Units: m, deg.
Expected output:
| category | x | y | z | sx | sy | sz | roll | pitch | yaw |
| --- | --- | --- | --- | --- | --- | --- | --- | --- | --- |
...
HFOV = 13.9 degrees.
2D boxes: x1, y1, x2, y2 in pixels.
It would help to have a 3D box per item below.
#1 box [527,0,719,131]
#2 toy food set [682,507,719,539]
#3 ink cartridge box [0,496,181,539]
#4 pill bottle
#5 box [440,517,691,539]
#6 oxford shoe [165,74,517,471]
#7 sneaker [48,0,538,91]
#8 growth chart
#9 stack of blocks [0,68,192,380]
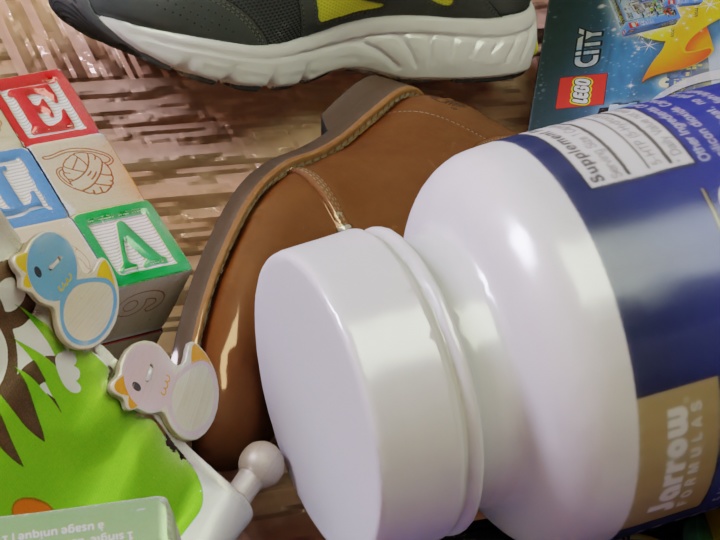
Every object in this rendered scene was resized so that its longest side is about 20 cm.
| category | x | y | z | sx | sy | sz | roll | pitch | yaw |
| --- | --- | --- | --- | --- | --- | --- | --- | --- | --- |
| box | 0.129 | -0.053 | 1.033 | 0.136 | 0.038 | 0.201 | -4 | 42 | 16 |
| toy food set | 0.177 | 0.146 | 0.868 | 0.200 | 0.049 | 0.198 | 38 | 24 | -32 |
| ink cartridge box | -0.103 | 0.159 | 0.685 | 0.145 | 0.048 | 0.201 | -7 | 59 | -3 |
| pill bottle | 0.077 | 0.014 | 0.853 | 0.199 | 0.120 | 0.120 | -15 | 57 | -19 |
| box | 0.064 | 0.163 | 0.836 | 0.160 | 0.049 | 0.201 | -6 | 55 | -30 |
| oxford shoe | 0.000 | 0.000 | 0.924 | 0.071 | 0.072 | 0.200 | 14 | 38 | 21 |
| sneaker | -0.019 | -0.111 | 1.011 | 0.199 | 0.085 | 0.074 | -5 | 20 | -40 |
| growth chart | -0.114 | 0.044 | 0.789 | 0.200 | 0.018 | 0.145 | 41 | 64 | -28 |
| stack of blocks | -0.150 | 0.015 | 0.848 | 0.199 | 0.059 | 0.115 | -14 | 58 | -38 |
